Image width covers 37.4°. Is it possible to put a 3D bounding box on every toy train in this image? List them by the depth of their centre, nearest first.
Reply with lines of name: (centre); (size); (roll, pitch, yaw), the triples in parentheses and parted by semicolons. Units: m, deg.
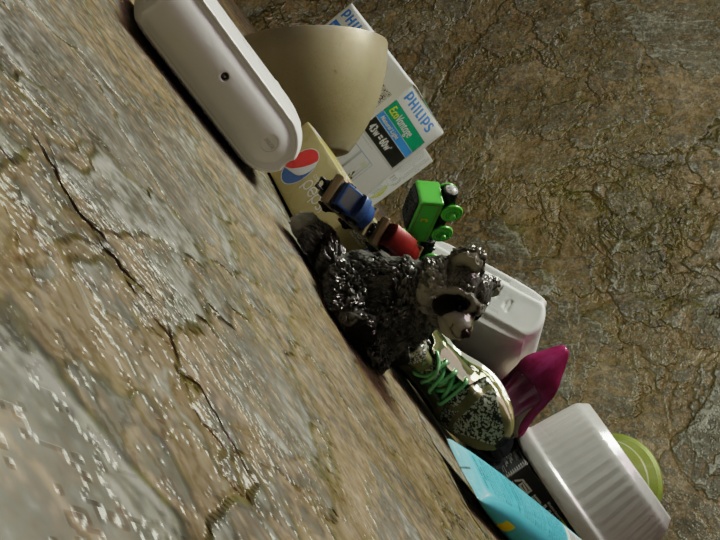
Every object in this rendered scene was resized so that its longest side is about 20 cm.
toy train: (0.031, -0.025, 1.003); (0.199, 0.034, 0.046); (39, -10, -32)
toy train: (0.050, -0.016, 1.080); (0.201, 0.055, 0.042); (112, -26, -47)

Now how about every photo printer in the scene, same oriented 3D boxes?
photo printer: (-0.129, -0.187, 1.004); (0.201, 0.069, 0.167); (52, 5, -26)
photo printer: (0.131, 0.062, 1.255); (0.165, 0.070, 0.201); (30, -20, 15)

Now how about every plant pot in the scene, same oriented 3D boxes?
plant pot: (-0.061, -0.213, 1.328); (0.200, 0.196, 0.137); (12, 75, -83)
plant pot: (0.460, 0.409, 2.048); (0.189, 0.200, 0.201); (21, 30, -56)

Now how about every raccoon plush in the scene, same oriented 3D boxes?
raccoon plush: (0.029, -0.011, 0.919); (0.201, 0.133, 0.097); (55, 7, 19)

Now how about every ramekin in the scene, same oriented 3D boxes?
ramekin: (0.273, 0.246, 1.228); (0.204, 0.094, 0.202); (54, 5, -7)

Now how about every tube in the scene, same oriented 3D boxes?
tube: (0.147, 0.227, 0.968); (0.200, 0.050, 0.078); (45, 5, -33)

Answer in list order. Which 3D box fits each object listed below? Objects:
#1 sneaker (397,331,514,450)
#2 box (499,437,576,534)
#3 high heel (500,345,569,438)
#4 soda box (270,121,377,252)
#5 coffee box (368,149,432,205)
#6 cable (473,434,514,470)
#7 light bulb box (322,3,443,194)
sneaker: (0.067, 0.095, 1.027); (0.200, 0.077, 0.088); (48, 14, 15)
box: (0.205, 0.258, 1.289); (0.161, 0.044, 0.200); (53, 5, -15)
high heel: (0.188, 0.129, 1.184); (0.068, 0.096, 0.200); (50, -2, 18)
soda box: (-0.037, -0.072, 1.104); (0.064, 0.067, 0.201); (50, 6, -37)
coffee box: (0.023, -0.317, 2.599); (0.198, 0.199, 0.200); (50, 6, -38)
cable: (0.105, 0.144, 1.163); (0.163, 0.051, 0.200); (48, -1, 22)
light bulb box: (-0.025, -0.223, 1.487); (0.199, 0.199, 0.125); (57, 7, 35)
